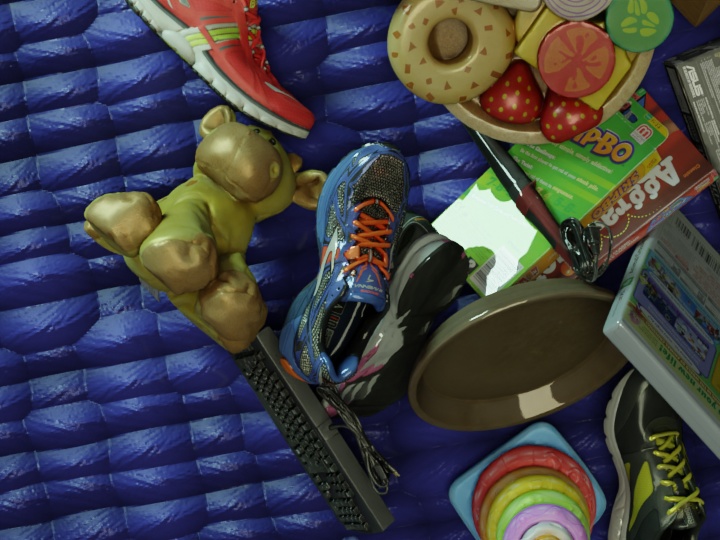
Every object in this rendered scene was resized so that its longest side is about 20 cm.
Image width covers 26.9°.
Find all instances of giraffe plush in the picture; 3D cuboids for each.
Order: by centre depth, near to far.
[{"bbox_3d":[-0.111,-0.048,1.201,0.172,0.200,0.162,42,80,-14],"label":"giraffe plush"}]

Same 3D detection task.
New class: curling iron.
[{"bbox_3d":[0.138,-0.065,1.201,0.025,0.200,0.050,-5,134,-35],"label":"curling iron"}]

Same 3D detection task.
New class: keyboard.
[{"bbox_3d":[-0.034,0.135,1.253,0.021,0.127,0.201,-39,100,-34],"label":"keyboard"}]

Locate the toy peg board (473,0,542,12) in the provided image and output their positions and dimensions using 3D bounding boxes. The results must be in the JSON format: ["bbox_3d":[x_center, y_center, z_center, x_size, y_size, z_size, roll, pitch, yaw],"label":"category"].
[{"bbox_3d":[0.050,-0.307,1.085,0.198,0.098,0.201,13,99,10],"label":"toy peg board"}]

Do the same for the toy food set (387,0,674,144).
[{"bbox_3d":[0.135,-0.193,1.169,0.199,0.049,0.199,32,110,-9],"label":"toy food set"}]

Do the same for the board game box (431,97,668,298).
[{"bbox_3d":[0.153,-0.067,1.227,0.200,0.030,0.096,-45,57,6],"label":"board game box"}]

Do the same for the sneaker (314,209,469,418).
[{"bbox_3d":[0.017,0.035,1.257,0.080,0.086,0.201,10,122,-42],"label":"sneaker"}]

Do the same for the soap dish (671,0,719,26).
[{"bbox_3d":[0.258,-0.320,1.185,0.157,0.081,0.200,-44,96,7],"label":"soap dish"}]

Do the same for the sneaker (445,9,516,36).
[{"bbox_3d":[0.087,-0.269,1.197,0.115,0.076,0.202,-20,102,2],"label":"sneaker"}]

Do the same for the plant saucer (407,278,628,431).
[{"bbox_3d":[0.131,0.067,1.222,0.199,0.200,0.030,-19,56,3],"label":"plant saucer"}]

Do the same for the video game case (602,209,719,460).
[{"bbox_3d":[0.285,0.063,1.206,0.200,0.182,0.022,46,130,-11],"label":"video game case"}]

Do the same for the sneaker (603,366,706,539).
[{"bbox_3d":[0.258,0.175,1.262,0.074,0.084,0.202,-12,107,-25],"label":"sneaker"}]

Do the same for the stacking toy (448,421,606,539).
[{"bbox_3d":[0.147,0.214,1.218,0.116,0.200,0.110,-36,98,5],"label":"stacking toy"}]

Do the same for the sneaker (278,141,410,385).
[{"bbox_3d":[0.000,0.000,1.161,0.075,0.078,0.202,11,99,-26],"label":"sneaker"}]

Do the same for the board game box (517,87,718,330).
[{"bbox_3d":[0.183,-0.052,1.233,0.200,0.019,0.103,-39,59,6],"label":"board game box"}]

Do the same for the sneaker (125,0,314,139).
[{"bbox_3d":[-0.104,-0.189,1.213,0.200,0.077,0.085,44,92,-7],"label":"sneaker"}]

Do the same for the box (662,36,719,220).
[{"bbox_3d":[0.359,-0.109,1.238,0.157,0.050,0.201,-22,99,3],"label":"box"}]
